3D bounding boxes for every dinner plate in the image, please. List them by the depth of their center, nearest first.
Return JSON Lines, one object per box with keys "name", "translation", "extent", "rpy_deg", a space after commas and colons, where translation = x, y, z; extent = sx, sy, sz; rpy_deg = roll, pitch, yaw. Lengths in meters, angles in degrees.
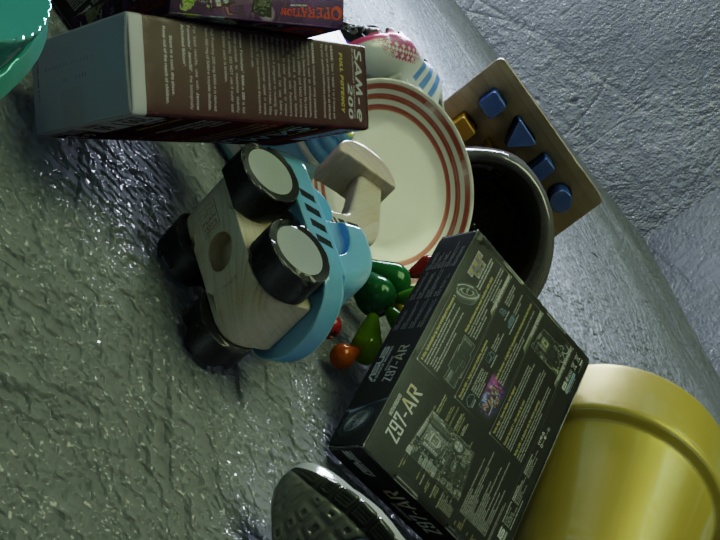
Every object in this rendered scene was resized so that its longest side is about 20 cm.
{"name": "dinner plate", "translation": [0.027, -0.082, 1.054], "extent": [0.197, 0.024, 0.204], "rpy_deg": [5, 82, -33]}

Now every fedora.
{"name": "fedora", "translation": [0.108, -0.027, 1.145], "extent": [0.174, 0.203, 0.090], "rpy_deg": [20, -7, -5]}

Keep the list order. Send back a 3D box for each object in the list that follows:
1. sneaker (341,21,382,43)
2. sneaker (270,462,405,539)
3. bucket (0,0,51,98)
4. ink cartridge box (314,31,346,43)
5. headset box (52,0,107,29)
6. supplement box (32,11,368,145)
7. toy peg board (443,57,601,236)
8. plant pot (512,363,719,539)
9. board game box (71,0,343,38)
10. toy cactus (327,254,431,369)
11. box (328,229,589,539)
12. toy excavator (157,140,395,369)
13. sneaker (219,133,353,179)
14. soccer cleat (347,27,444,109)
{"name": "sneaker", "translation": [-0.020, -0.263, 1.293], "extent": [0.202, 0.099, 0.069], "rpy_deg": [62, 17, 18]}
{"name": "sneaker", "translation": [0.010, 0.189, 0.653], "extent": [0.201, 0.074, 0.087], "rpy_deg": [56, 5, -20]}
{"name": "bucket", "translation": [-0.234, -0.123, 0.445], "extent": [0.207, 0.134, 0.208], "rpy_deg": [47, 21, -24]}
{"name": "ink cartridge box", "translation": [-0.081, -0.219, 1.088], "extent": [0.149, 0.085, 0.199], "rpy_deg": [63, 18, 17]}
{"name": "headset box", "translation": [-0.207, -0.305, 0.817], "extent": [0.201, 0.148, 0.077], "rpy_deg": [53, 17, -2]}
{"name": "supplement box", "translation": [-0.099, -0.118, 0.716], "extent": [0.198, 0.108, 0.062], "rpy_deg": [-5, 92, -46]}
{"name": "toy peg board", "translation": [0.136, -0.092, 1.225], "extent": [0.201, 0.198, 0.098], "rpy_deg": [52, 15, -7]}
{"name": "plant pot", "translation": [0.192, 0.209, 0.886], "extent": [0.202, 0.200, 0.189], "rpy_deg": [51, 33, -10]}
{"name": "board game box", "translation": [-0.109, -0.166, 0.739], "extent": [0.118, 0.199, 0.033], "rpy_deg": [-7, 97, -29]}
{"name": "toy cactus", "translation": [0.000, 0.000, 0.901], "extent": [0.198, 0.103, 0.165], "rpy_deg": [-9, 45, -46]}
{"name": "box", "translation": [0.081, 0.098, 0.829], "extent": [0.160, 0.043, 0.201], "rpy_deg": [45, 58, -25]}
{"name": "toy excavator", "translation": [-0.035, -0.022, 0.767], "extent": [0.198, 0.100, 0.197], "rpy_deg": [16, 43, -44]}
{"name": "sneaker", "translation": [-0.079, -0.167, 0.927], "extent": [0.201, 0.130, 0.080], "rpy_deg": [53, 19, -3]}
{"name": "soccer cleat", "translation": [0.043, -0.184, 1.112], "extent": [0.199, 0.069, 0.088], "rpy_deg": [3, 65, -66]}
